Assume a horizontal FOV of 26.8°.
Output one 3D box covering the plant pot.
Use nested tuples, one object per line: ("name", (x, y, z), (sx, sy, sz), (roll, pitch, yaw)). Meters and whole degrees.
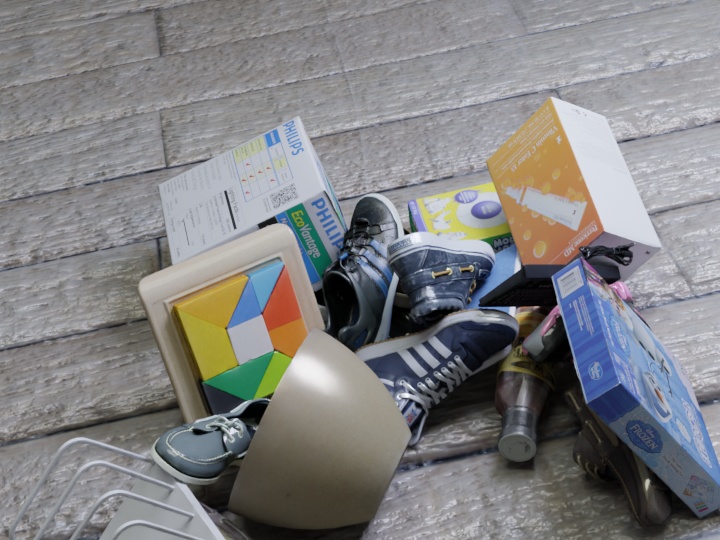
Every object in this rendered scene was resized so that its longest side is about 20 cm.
("plant pot", (-0.027, 0.175, 1.498), (0.134, 0.201, 0.201), (24, 43, 5))

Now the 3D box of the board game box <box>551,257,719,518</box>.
("board game box", (0.276, 0.113, 1.491), (0.043, 0.199, 0.200), (-34, 31, 19))

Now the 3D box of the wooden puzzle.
("wooden puzzle", (-0.126, 0.072, 1.645), (0.184, 0.201, 0.037), (-23, 11, -18))

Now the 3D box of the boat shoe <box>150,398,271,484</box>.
("boat shoe", (-0.144, 0.167, 1.539), (0.073, 0.062, 0.200), (39, 17, 19))

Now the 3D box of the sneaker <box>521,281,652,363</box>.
("sneaker", (0.251, 0.074, 1.608), (0.199, 0.079, 0.096), (-15, 64, -48))

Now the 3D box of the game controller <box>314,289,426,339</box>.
("game controller", (-0.015, 0.050, 1.780), (0.200, 0.042, 0.104), (28, 64, 41))

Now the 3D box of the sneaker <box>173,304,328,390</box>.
("sneaker", (-0.127, 0.093, 1.722), (0.199, 0.078, 0.099), (-23, 22, -19))

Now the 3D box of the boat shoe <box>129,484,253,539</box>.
("boat shoe", (-0.164, 0.263, 1.497), (0.065, 0.072, 0.200), (-6, 16, -36))

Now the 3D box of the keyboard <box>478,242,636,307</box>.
("keyboard", (0.221, 0.008, 1.605), (0.199, 0.127, 0.021), (-1, 58, -52))

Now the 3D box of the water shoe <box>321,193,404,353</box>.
("water shoe", (0.000, 0.000, 1.692), (0.071, 0.079, 0.201), (-12, 66, 36))

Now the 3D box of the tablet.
("tablet", (0.124, 0.055, 1.708), (0.130, 0.014, 0.200), (-28, 27, 28))

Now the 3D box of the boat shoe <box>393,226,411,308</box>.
("boat shoe", (0.039, -0.023, 1.802), (0.072, 0.068, 0.200), (3, 20, -23))

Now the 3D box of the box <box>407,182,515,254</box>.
("box", (0.167, -0.060, 1.871), (0.199, 0.049, 0.118), (-12, 36, -6))

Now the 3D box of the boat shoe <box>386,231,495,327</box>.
("boat shoe", (0.097, 0.017, 1.663), (0.071, 0.091, 0.200), (-24, -16, 28))

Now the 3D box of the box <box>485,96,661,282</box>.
("box", (0.242, -0.077, 1.738), (0.097, 0.124, 0.201), (14, 45, -37))

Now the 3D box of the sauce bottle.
("sauce bottle", (0.177, 0.120, 1.611), (0.066, 0.066, 0.201), (-2, 38, 11))

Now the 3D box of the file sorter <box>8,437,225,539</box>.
("file sorter", (-0.223, 0.267, 1.402), (0.139, 0.124, 0.200), (-56, 41, 8))

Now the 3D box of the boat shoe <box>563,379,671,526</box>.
("boat shoe", (0.255, 0.182, 1.518), (0.073, 0.075, 0.201), (-30, 38, 15))

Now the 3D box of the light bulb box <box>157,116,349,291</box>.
("light bulb box", (-0.123, -0.055, 1.821), (0.199, 0.125, 0.199), (-25, 34, 3))

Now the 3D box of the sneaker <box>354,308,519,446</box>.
("sneaker", (0.078, 0.115, 1.589), (0.199, 0.070, 0.109), (-20, 47, 27))
